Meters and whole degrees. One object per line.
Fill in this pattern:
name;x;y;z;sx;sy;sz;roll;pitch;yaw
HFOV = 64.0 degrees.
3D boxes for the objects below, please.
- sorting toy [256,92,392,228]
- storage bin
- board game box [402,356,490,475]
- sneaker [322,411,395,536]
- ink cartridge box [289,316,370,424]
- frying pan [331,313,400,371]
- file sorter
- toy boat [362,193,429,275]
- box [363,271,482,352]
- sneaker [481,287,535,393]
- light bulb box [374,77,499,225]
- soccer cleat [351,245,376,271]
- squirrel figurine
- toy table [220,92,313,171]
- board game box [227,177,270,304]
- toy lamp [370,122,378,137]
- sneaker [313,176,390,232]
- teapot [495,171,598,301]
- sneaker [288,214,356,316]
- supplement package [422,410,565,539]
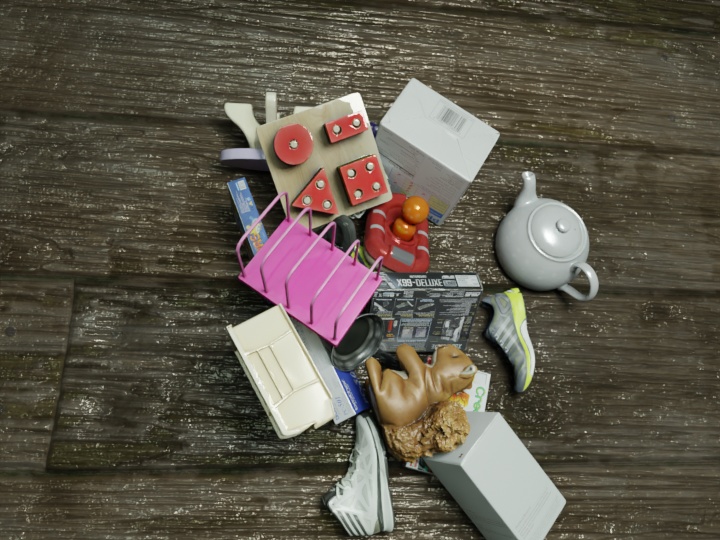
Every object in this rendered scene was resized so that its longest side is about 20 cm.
sorting toy;-0.060;-0.187;1.021;0.197;0.070;0.202;-20;103;-5
storage bin;-0.131;0.179;0.959;0.093;0.200;0.200;-27;79;-17
board game box;0.159;0.273;1.058;0.125;0.035;0.202;15;72;-4
sneaker;-0.012;0.352;0.988;0.114;0.076;0.203;-7;77;-12
ink cartridge box;-0.056;0.165;1.025;0.044;0.094;0.201;-29;78;13
frying pan;0.020;0.122;1.015;0.031;0.189;0.116;37;113;39
file sorter;-0.079;-0.007;0.908;0.199;0.126;0.139;33;69;9
toy boat;0.083;-0.083;1.074;0.130;0.131;0.201;24;36;-13
box;0.108;0.078;1.046;0.198;0.159;0.050;0;40;-7
sneaker;0.280;0.135;1.106;0.080;0.074;0.202;-6;68;0
light bulb box;0.129;-0.221;1.115;0.197;0.200;0.125;34;70;3
soccer cleat;0.000;0.000;1.100;0.199;0.065;0.084;26;67;-1
squirrel figurine;0.117;0.220;0.981;0.185;0.142;0.201;-15;57;-8
toy table;-0.166;-0.258;1.110;0.198;0.184;0.118;2;90;-17
board game box;-0.191;-0.050;1.053;0.034;0.135;0.202;-19;76;-14
toy lamp;-0.028;-0.216;1.167;0.058;0.058;0.201;35;71;3
sneaker;-0.030;-0.128;1.104;0.200;0.073;0.071;-40;72;9
teapot;0.371;-0.059;1.129;0.198;0.146;0.199;20;72;-3
sneaker;-0.080;-0.007;1.042;0.060;0.201;0.104;44;45;20
supplement package;0.223;0.350;0.968;0.117;0.117;0.201;-42;99;-26
